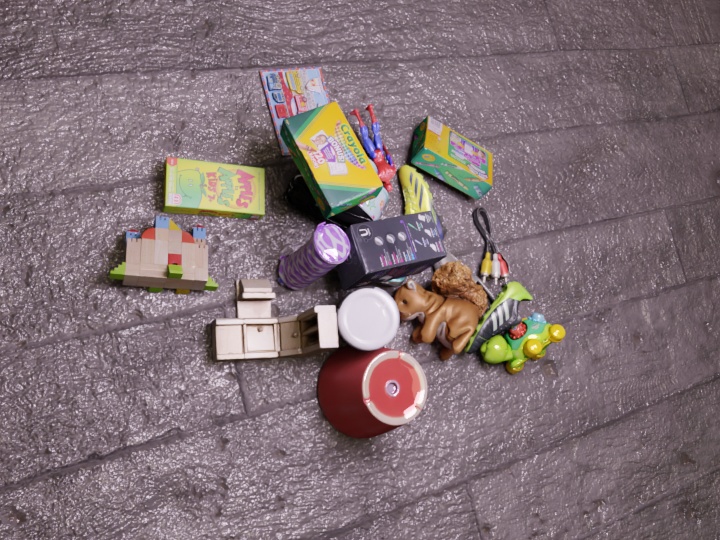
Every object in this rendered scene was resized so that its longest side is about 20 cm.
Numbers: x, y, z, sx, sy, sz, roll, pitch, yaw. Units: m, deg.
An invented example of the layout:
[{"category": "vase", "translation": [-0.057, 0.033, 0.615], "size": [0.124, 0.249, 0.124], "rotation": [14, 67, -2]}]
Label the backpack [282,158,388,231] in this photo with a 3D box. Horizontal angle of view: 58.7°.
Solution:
[{"category": "backpack", "translation": [-0.041, -0.166, 1.351], "size": [0.199, 0.178, 0.151], "rotation": [33, 69, -6]}]

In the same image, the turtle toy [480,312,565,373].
[{"category": "turtle toy", "translation": [0.371, 0.168, 1.494], "size": [0.199, 0.146, 0.101], "rotation": [-24, 68, -24]}]

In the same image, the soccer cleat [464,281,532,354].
[{"category": "soccer cleat", "translation": [0.312, 0.116, 1.443], "size": [0.081, 0.068, 0.200], "rotation": [37, 83, 5]}]

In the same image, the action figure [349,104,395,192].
[{"category": "action figure", "translation": [0.035, -0.278, 1.483], "size": [0.065, 0.052, 0.201], "rotation": [-20, 92, -21]}]

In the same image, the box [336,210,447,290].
[{"category": "box", "translation": [0.056, -0.042, 1.322], "size": [0.199, 0.122, 0.107], "rotation": [-13, 77, -29]}]

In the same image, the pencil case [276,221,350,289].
[{"category": "pencil case", "translation": [-0.097, -0.026, 1.288], "size": [0.084, 0.200, 0.086], "rotation": [-29, 89, -37]}]

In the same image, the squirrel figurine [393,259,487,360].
[{"category": "squirrel figurine", "translation": [0.175, 0.072, 1.421], "size": [0.186, 0.142, 0.200], "rotation": [35, 83, 5]}]

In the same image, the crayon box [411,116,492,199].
[{"category": "crayon box", "translation": [0.222, -0.268, 1.531], "size": [0.199, 0.058, 0.119], "rotation": [26, 48, -18]}]

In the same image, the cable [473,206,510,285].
[{"category": "cable", "translation": [0.327, -0.060, 1.562], "size": [0.097, 0.050, 0.201], "rotation": [4, 78, -24]}]

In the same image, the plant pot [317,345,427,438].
[{"category": "plant pot", "translation": [0.032, 0.240, 1.293], "size": [0.199, 0.177, 0.202], "rotation": [5, 77, -22]}]

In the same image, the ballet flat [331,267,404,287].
[{"category": "ballet flat", "translation": [0.000, 0.000, 1.392], "size": [0.199, 0.068, 0.068], "rotation": [19, 69, -19]}]

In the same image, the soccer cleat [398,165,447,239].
[{"category": "soccer cleat", "translation": [0.129, -0.150, 1.489], "size": [0.083, 0.065, 0.201], "rotation": [-24, 87, -15]}]

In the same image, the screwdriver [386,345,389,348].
[{"category": "screwdriver", "translation": [0.055, 0.164, 1.407], "size": [0.028, 0.029, 0.201], "rotation": [-34, 97, -27]}]

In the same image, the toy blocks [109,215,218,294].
[{"category": "toy blocks", "translation": [-0.373, -0.039, 1.231], "size": [0.199, 0.100, 0.138], "rotation": [5, 65, -24]}]

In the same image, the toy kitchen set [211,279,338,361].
[{"category": "toy kitchen set", "translation": [-0.172, 0.082, 1.235], "size": [0.199, 0.180, 0.164], "rotation": [1, 77, -25]}]

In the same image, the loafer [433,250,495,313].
[{"category": "loafer", "translation": [0.248, 0.026, 1.497], "size": [0.200, 0.070, 0.070], "rotation": [45, 65, -9]}]

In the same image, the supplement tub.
[{"category": "supplement tub", "translation": [0.014, 0.093, 1.288], "size": [0.122, 0.200, 0.123], "rotation": [0, 88, 1]}]

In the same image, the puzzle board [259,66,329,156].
[{"category": "puzzle board", "translation": [-0.132, -0.363, 1.445], "size": [0.150, 0.017, 0.201], "rotation": [-13, 84, -26]}]

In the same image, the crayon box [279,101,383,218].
[{"category": "crayon box", "translation": [-0.057, -0.214, 1.233], "size": [0.118, 0.058, 0.201], "rotation": [-25, 79, -22]}]

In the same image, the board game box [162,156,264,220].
[{"category": "board game box", "translation": [-0.298, -0.165, 1.308], "size": [0.199, 0.048, 0.102], "rotation": [3, 77, -23]}]
